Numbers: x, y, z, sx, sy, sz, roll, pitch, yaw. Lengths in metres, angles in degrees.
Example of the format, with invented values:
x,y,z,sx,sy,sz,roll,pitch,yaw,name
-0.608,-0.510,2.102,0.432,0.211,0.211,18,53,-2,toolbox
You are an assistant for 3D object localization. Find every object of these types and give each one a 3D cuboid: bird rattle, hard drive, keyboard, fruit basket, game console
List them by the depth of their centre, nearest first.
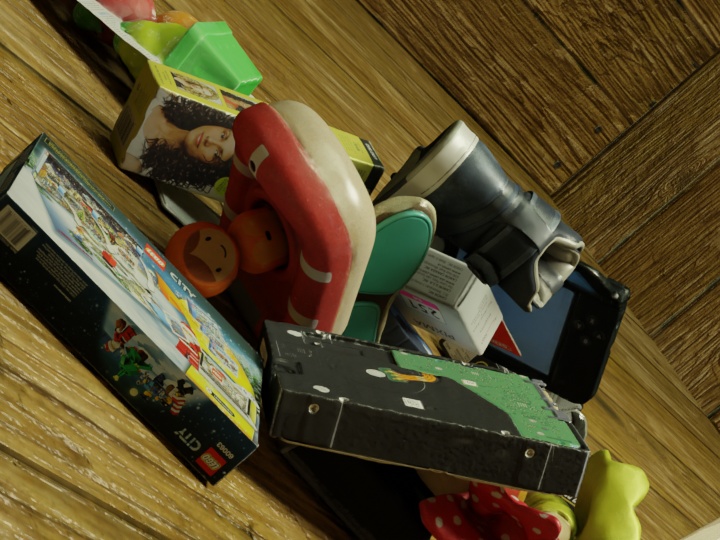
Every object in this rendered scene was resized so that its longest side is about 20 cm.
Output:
x,y,z,sx,sy,sz,roll,pitch,yaw,name
0.034,0.087,1.126,0.198,0.038,0.140,11,14,-12,hard drive
0.090,0.160,1.192,0.199,0.113,0.163,7,28,-47,bird rattle
0.004,0.126,1.227,0.135,0.042,0.200,48,11,-8,hard drive
-0.091,-0.006,1.384,0.200,0.011,0.056,43,18,-33,keyboard
0.111,0.017,1.484,0.199,0.177,0.116,28,31,22,game console
-0.185,-0.194,1.500,0.199,0.094,0.185,34,11,0,fruit basket

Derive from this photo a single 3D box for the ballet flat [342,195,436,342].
x,y,z,sx,sy,sz,roll,pitch,yaw,name
0.000,0.000,1.314,0.067,0.201,0.063,5,48,-21,ballet flat

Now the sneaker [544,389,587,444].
x,y,z,sx,sy,sz,roll,pitch,yaw,name
0.133,0.122,1.565,0.200,0.115,0.075,41,14,-40,sneaker

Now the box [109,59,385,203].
x,y,z,sx,sy,sz,roll,pitch,yaw,name
-0.085,-0.088,1.345,0.198,0.076,0.050,17,25,-28,box

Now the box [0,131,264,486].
x,y,z,sx,sy,sz,roll,pitch,yaw,name
-0.137,0.019,1.031,0.200,0.038,0.137,47,11,-14,box

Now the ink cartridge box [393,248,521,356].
x,y,z,sx,sy,sz,roll,pitch,yaw,name
0.027,0.015,1.477,0.199,0.044,0.174,25,-17,26,ink cartridge box

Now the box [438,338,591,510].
x,y,z,sx,sy,sz,roll,pitch,yaw,name
0.172,0.155,1.791,0.161,0.049,0.201,36,18,-47,box

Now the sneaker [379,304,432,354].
x,y,z,sx,sy,sz,roll,pitch,yaw,name
0.040,0.096,1.395,0.201,0.074,0.082,62,8,33,sneaker

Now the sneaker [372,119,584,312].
x,y,z,sx,sy,sz,roll,pitch,yaw,name
0.084,-0.029,1.336,0.146,0.077,0.202,41,-13,-7,sneaker

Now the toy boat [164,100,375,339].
x,y,z,sx,sy,sz,roll,pitch,yaw,name
-0.074,-0.021,1.218,0.131,0.130,0.201,54,-30,27,toy boat

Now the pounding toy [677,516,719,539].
x,y,z,sx,sy,sz,roll,pitch,yaw,name
0.261,0.285,1.229,0.201,0.183,0.143,54,-33,24,pounding toy
